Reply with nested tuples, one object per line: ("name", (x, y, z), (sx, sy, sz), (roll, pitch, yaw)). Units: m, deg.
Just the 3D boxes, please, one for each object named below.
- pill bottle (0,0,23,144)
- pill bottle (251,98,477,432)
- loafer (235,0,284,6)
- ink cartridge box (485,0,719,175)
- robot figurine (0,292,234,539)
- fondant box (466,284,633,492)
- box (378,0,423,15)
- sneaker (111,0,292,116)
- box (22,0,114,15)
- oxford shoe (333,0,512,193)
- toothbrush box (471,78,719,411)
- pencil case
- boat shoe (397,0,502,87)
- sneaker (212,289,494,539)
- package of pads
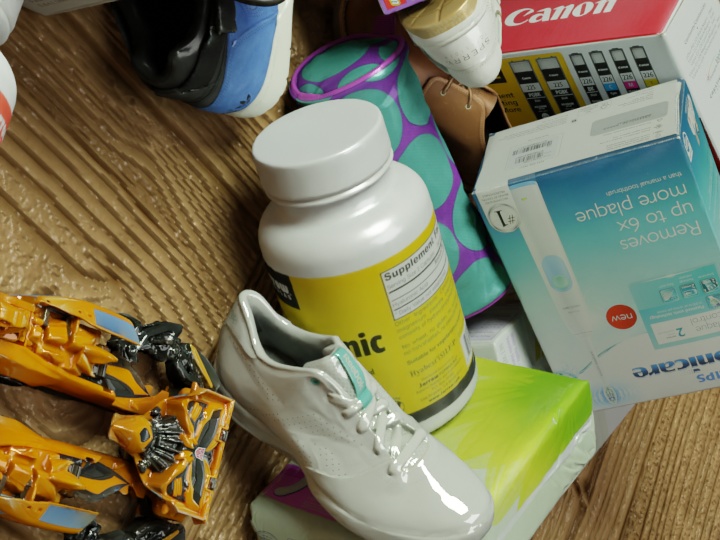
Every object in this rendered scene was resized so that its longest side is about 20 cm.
("pill bottle", (-0.223, -0.060, 0.631), (0.111, 0.111, 0.201), (34, 64, -43))
("pill bottle", (0.000, 0.000, 0.869), (0.111, 0.111, 0.201), (-45, 129, -40))
("loafer", (-0.062, -0.238, 0.744), (0.073, 0.071, 0.201), (3, 68, -25))
("ink cartridge box", (0.161, -0.154, 1.009), (0.176, 0.199, 0.084), (55, 52, -33))
("robot figurine", (-0.145, 0.086, 0.756), (0.199, 0.058, 0.146), (26, 71, -45))
("fondant box", (0.139, 0.081, 1.070), (0.200, 0.058, 0.145), (-37, 116, -52))
("box", (0.013, -0.265, 0.898), (0.200, 0.039, 0.137), (-79, 147, -60))
("sneaker", (-0.090, -0.194, 0.802), (0.111, 0.076, 0.202), (0, 95, -59))
("box", (-0.127, -0.253, 0.681), (0.130, 0.199, 0.200), (21, 73, -47))
("oxford shoe", (0.057, -0.133, 0.988), (0.200, 0.071, 0.072), (43, 60, -35))
("toothbrush box", (0.183, -0.011, 0.962), (0.201, 0.146, 0.085), (63, 28, -28))
("pencil case", (0.031, -0.064, 0.945), (0.092, 0.085, 0.201), (-42, 121, -23))
("boat shoe", (0.059, -0.173, 0.926), (0.069, 0.071, 0.200), (55, 17, -25))
("sneaker", (-0.006, 0.085, 0.804), (0.075, 0.199, 0.089), (-41, 155, -41))
("package of pads", (0.041, 0.135, 0.898), (0.200, 0.154, 0.069), (-42, 130, -39))
